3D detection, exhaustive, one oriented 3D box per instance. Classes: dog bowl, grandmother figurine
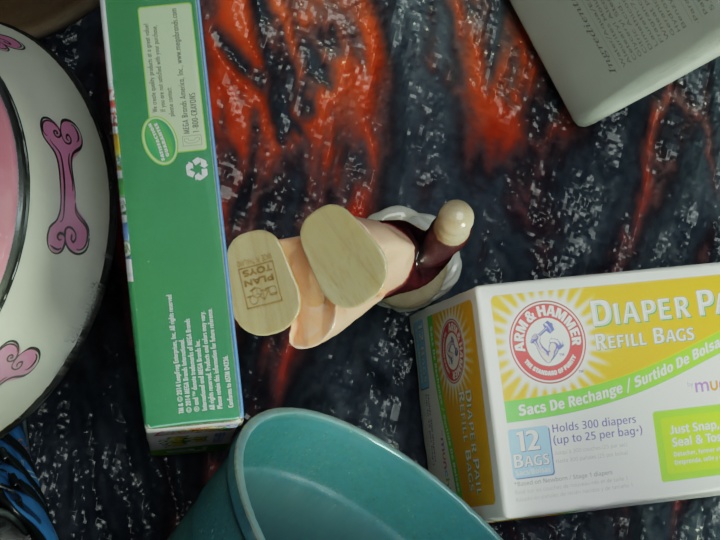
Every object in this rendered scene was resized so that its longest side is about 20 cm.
[{"bbox_3d":[-0.205,-0.020,0.838,0.199,0.074,0.202,-6,77,26],"label":"dog bowl"},{"bbox_3d":[0.000,0.000,0.907,0.120,0.200,0.061,-9,89,19],"label":"grandmother figurine"}]

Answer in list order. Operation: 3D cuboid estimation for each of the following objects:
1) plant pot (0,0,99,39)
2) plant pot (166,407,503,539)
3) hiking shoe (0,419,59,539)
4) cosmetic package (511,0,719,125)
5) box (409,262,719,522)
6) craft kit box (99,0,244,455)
[{"bbox_3d":[-0.199,-0.221,0.887,0.199,0.200,0.176,6,63,-16],"label":"plant pot"},{"bbox_3d":[-0.031,0.196,0.840,0.200,0.200,0.188,39,108,-7],"label":"plant pot"},{"bbox_3d":[-0.170,0.093,0.882,0.074,0.087,0.201,-24,89,-19],"label":"hiking shoe"},{"bbox_3d":[0.167,-0.196,0.965,0.164,0.200,0.166,-29,91,-19],"label":"cosmetic package"},{"bbox_3d":[0.135,0.059,0.973,0.198,0.101,0.113,-6,83,-18],"label":"box"},{"bbox_3d":[-0.084,-0.024,0.869,0.048,0.198,0.202,-6,82,-3],"label":"craft kit box"}]
